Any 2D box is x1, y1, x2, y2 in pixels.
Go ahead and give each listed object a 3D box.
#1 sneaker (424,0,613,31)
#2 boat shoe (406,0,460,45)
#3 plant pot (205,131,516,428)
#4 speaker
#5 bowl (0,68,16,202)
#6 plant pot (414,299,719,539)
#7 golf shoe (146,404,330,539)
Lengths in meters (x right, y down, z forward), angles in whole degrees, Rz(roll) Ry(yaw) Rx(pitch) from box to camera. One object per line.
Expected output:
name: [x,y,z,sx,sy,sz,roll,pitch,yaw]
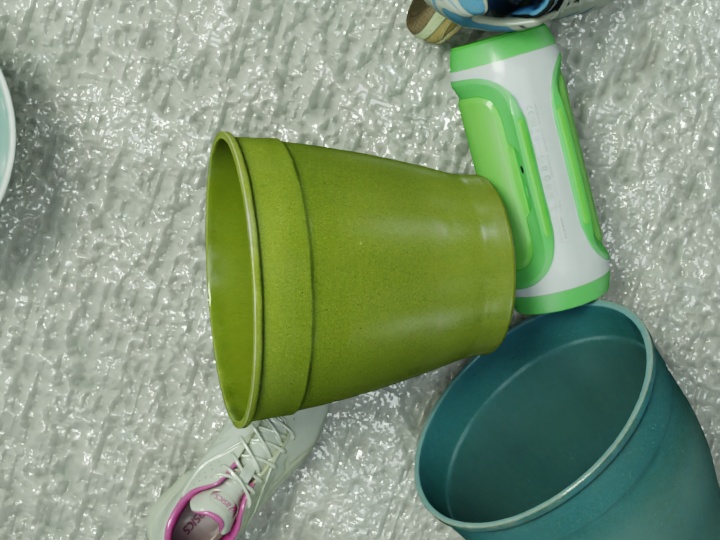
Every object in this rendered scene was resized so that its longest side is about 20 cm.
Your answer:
sneaker: [0.127,-0.195,0.833,0.199,0.072,0.072,-14,132,-37]
boat shoe: [0.118,-0.235,0.888,0.076,0.072,0.200,38,95,-25]
plant pot: [0.000,0.000,0.858,0.191,0.200,0.202,-4,99,-15]
speaker: [0.125,-0.074,0.900,0.088,0.088,0.202,-16,100,-3]
bowl: [-0.329,-0.098,0.844,0.199,0.105,0.203,-1,99,-4]
plant pot: [0.174,0.158,0.895,0.200,0.200,0.188,-42,114,2]
golf shoe: [-0.085,0.150,0.912,0.075,0.092,0.201,36,92,-9]
